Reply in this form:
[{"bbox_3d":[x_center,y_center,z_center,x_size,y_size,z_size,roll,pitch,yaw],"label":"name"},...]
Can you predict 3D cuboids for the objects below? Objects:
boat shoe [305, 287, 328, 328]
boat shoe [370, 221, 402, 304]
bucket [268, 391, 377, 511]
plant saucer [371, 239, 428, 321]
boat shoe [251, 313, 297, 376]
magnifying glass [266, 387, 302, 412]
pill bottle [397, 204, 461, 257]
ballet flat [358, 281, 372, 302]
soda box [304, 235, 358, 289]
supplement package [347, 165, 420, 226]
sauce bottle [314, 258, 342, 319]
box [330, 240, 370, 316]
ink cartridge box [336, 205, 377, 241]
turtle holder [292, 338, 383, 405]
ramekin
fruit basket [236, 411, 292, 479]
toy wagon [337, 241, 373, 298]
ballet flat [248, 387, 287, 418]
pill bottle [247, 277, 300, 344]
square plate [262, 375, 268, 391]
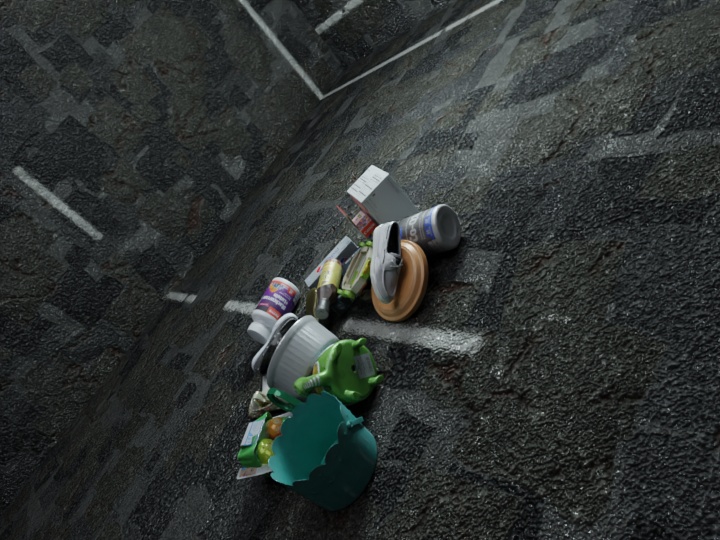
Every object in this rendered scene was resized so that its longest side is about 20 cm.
[{"bbox_3d":[-0.121,0.149,1.530,0.071,0.065,0.206,-37,44,44],"label":"boat shoe"},{"bbox_3d":[0.072,-0.023,1.291,0.068,0.071,0.206,-24,52,46],"label":"boat shoe"},{"bbox_3d":[-0.071,0.365,1.073,0.205,0.135,0.210,-34,29,22],"label":"bucket"},{"bbox_3d":[0.089,0.023,1.327,0.198,0.032,0.206,-23,60,47],"label":"plant saucer"},{"bbox_3d":[-0.244,0.221,1.555,0.201,0.070,0.066,-51,34,-7],"label":"boat shoe"},{"bbox_3d":[-0.136,0.322,1.244,0.195,0.081,0.023,16,55,26],"label":"magnifying glass"},{"bbox_3d":[0.155,-0.089,1.389,0.197,0.114,0.116,-18,37,45],"label":"pill bottle"},{"bbox_3d":[0.069,0.031,1.427,0.197,0.046,0.068,-25,33,37],"label":"ballet flat"},{"bbox_3d":[-0.084,-0.009,1.691,0.200,0.068,0.063,-47,27,0],"label":"soda box"},{"bbox_3d":[0.078,-0.181,1.534,0.111,0.200,0.156,-44,26,1],"label":"supplement package"},{"bbox_3d":[-0.093,0.052,1.524,0.065,0.066,0.203,-30,30,28],"label":"sauce bottle"},{"bbox_3d":[-0.019,0.020,1.581,0.200,0.043,0.161,-44,26,7],"label":"box"},{"bbox_3d":[0.022,-0.121,1.535,0.050,0.200,0.109,-43,26,1],"label":"ink cartridge box"},{"bbox_3d":[-0.050,0.245,1.189,0.131,0.142,0.186,-31,12,44],"label":"turtle holder"},{"bbox_3d":[-0.133,0.224,1.305,0.096,0.202,0.203,28,70,19],"label":"ramekin"},{"bbox_3d":[-0.189,0.395,1.258,0.196,0.095,0.187,-25,24,20],"label":"fruit basket"},{"bbox_3d":[0.000,0.000,1.426,0.159,0.039,0.199,-65,16,-7],"label":"toy wagon"},{"bbox_3d":[-0.256,0.351,1.455,0.197,0.064,0.077,-28,34,34],"label":"ballet flat"},{"bbox_3d":[-0.289,0.135,1.752,0.110,0.111,0.203,-11,43,49],"label":"pill bottle"},{"bbox_3d":[-0.228,0.257,1.586,0.197,0.028,0.201,-43,27,10],"label":"square plate"}]
